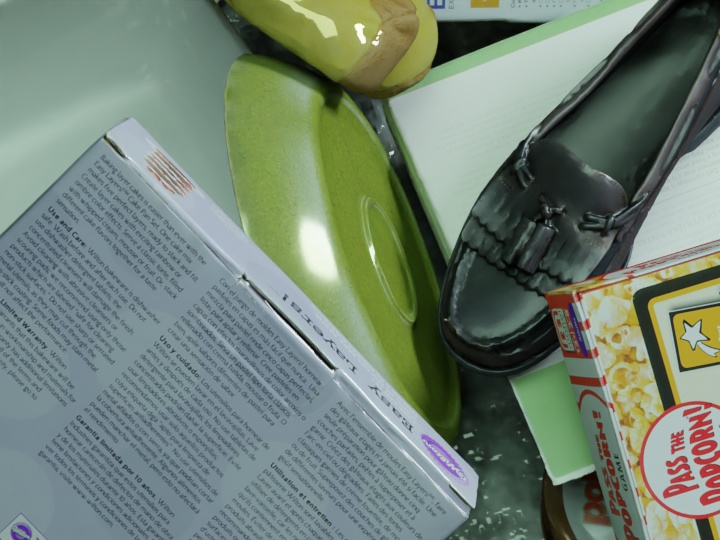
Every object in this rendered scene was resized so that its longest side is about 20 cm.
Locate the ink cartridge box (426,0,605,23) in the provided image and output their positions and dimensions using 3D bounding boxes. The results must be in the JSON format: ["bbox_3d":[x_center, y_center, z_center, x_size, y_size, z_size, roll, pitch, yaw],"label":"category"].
[{"bbox_3d":[0.120,-0.212,1.027,0.200,0.043,0.197,0,107,-5],"label":"ink cartridge box"}]

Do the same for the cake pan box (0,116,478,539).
[{"bbox_3d":[-0.083,0.076,0.834,0.200,0.052,0.184,45,105,-3],"label":"cake pan box"}]

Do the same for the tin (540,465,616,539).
[{"bbox_3d":[0.176,0.099,0.962,0.200,0.042,0.112,3,62,8],"label":"tin"}]

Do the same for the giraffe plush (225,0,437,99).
[{"bbox_3d":[-0.023,-0.188,0.955,0.200,0.173,0.162,32,96,-22],"label":"giraffe plush"}]

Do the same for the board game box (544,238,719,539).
[{"bbox_3d":[0.190,0.052,0.896,0.200,0.046,0.152,-16,92,-10],"label":"board game box"}]

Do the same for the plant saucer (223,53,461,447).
[{"bbox_3d":[0.000,0.000,0.935,0.031,0.200,0.200,-20,64,13],"label":"plant saucer"}]

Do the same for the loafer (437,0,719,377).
[{"bbox_3d":[0.096,-0.048,0.935,0.072,0.063,0.200,34,75,19],"label":"loafer"}]

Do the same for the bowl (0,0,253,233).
[{"bbox_3d":[-0.126,-0.027,1.032,0.199,0.075,0.200,-28,65,-7],"label":"bowl"}]

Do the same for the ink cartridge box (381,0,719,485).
[{"bbox_3d":[0.110,-0.015,0.979,0.145,0.048,0.200,-21,69,-2],"label":"ink cartridge box"}]

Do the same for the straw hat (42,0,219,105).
[{"bbox_3d":[-0.153,-0.186,1.101,0.201,0.085,0.201,-2,66,5],"label":"straw hat"}]
